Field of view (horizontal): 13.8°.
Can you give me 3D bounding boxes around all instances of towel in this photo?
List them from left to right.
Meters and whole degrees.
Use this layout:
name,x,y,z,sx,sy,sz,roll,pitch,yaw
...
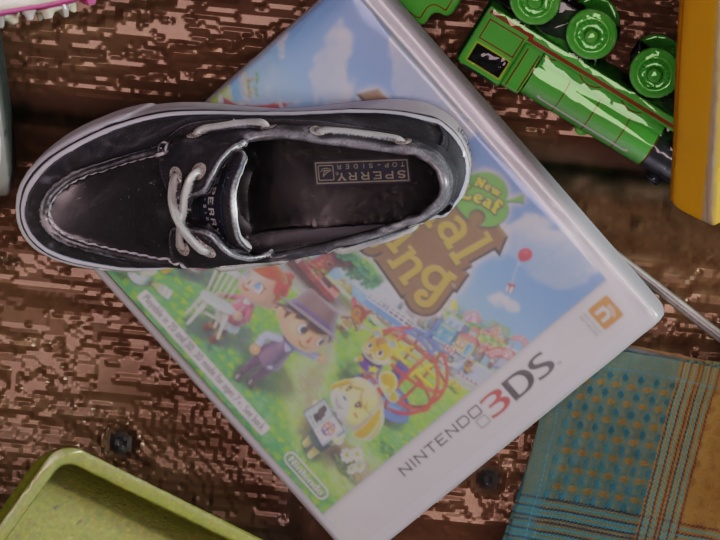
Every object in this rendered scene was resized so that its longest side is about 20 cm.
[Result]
name,x,y,z,sx,sy,sz,roll,pitch,yaw
towel,0.147,0.110,1.249,0.199,0.022,0.147,9,75,40

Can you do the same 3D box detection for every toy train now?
name,x,y,z,sx,sy,sz,roll,pitch,yaw
toy train,0.076,-0.101,1.293,0.200,0.042,0.056,32,107,-3

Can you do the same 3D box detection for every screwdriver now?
name,x,y,z,sx,sy,sz,roll,pitch,yaw
screwdriver,0.092,-0.022,1.312,0.200,0.029,0.028,37,97,-7

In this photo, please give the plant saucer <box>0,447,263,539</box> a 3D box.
name,x,y,z,sx,sy,sz,roll,pitch,yaw
plant saucer,-0.122,0.178,1.296,0.200,0.048,0.200,30,99,-38

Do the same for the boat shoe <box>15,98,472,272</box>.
name,x,y,z,sx,sy,sz,roll,pitch,yaw
boat shoe,-0.054,-0.031,1.254,0.199,0.068,0.072,-3,104,11

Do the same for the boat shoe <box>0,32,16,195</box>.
name,x,y,z,sx,sy,sz,roll,pitch,yaw
boat shoe,-0.193,-0.127,1.280,0.064,0.074,0.203,-9,104,-2

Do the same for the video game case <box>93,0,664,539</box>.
name,x,y,z,sx,sy,sz,roll,pitch,yaw
video game case,0.000,0.000,1.300,0.182,0.022,0.200,-40,94,17

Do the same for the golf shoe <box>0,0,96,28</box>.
name,x,y,z,sx,sy,sz,roll,pitch,yaw
golf shoe,-0.085,-0.161,1.228,0.199,0.075,0.092,-15,98,-14

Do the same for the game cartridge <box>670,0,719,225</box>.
name,x,y,z,sx,sy,sz,roll,pitch,yaw
game cartridge,0.190,-0.139,1.193,0.176,0.032,0.201,-33,138,-31
